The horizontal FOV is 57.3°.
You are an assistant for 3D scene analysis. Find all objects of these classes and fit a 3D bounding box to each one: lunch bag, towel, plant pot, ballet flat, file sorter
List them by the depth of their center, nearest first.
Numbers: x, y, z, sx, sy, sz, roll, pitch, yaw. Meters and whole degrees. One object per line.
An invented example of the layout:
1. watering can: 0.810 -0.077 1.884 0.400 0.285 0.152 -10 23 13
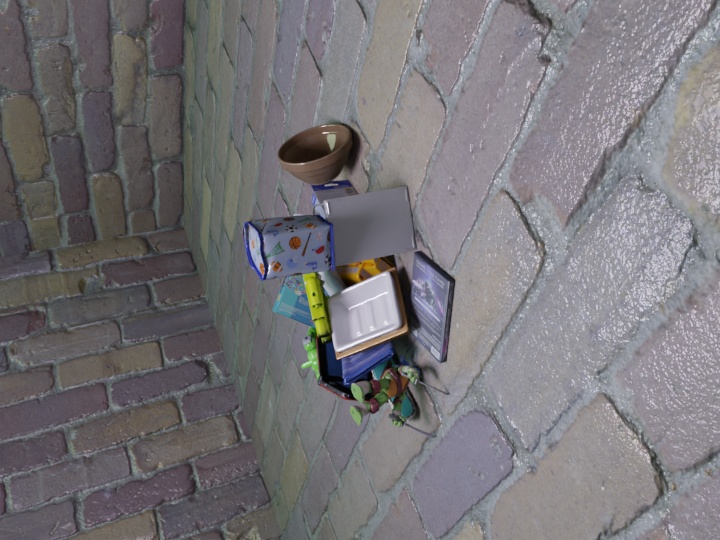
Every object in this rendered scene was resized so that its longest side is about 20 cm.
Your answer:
1. lunch bag: -0.159 -0.059 1.425 0.200 0.166 0.127 -140 47 -61
2. file sorter: 0.004 -0.100 1.481 0.124 0.195 0.143 -173 73 -69
3. towel: 0.012 0.191 1.593 0.024 0.143 0.201 55 -173 -18
4. ballet flat: 0.078 0.291 1.649 0.072 0.070 0.203 115 138 -53
5. plant pot: -0.106 -0.284 1.674 0.201 0.198 0.094 44 159 51

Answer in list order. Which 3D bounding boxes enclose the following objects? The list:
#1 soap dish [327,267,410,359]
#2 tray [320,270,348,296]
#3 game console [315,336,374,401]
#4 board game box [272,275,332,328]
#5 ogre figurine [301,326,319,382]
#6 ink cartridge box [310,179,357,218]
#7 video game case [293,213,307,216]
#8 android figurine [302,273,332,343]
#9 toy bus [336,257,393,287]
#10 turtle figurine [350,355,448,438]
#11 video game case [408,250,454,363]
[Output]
1. soap dish: 0.021 0.105 1.544 0.197 0.081 0.161 -24 61 25
2. tray: -0.043 0.066 1.673 0.202 0.022 0.107 56 157 -12
3. game console: -0.007 0.253 1.687 0.170 0.197 0.122 17 92 47
4. board game box: -0.127 0.039 1.730 0.205 0.148 0.047 -69 18 -6
5. ogre figurine: -0.108 0.247 1.855 0.120 0.096 0.206 -18 -76 -70
6. ink cartridge box: -0.047 -0.150 1.664 0.202 0.117 0.042 62 149 34
7. video game case: -0.081 -0.081 1.731 0.199 0.018 0.142 38 170 -25
8. android figurine: -0.101 0.070 1.597 0.183 0.040 0.205 70 -173 -69
9. toy bus: 0.000 0.000 1.637 0.199 0.065 0.080 -2 56 62
10. turtle figurine: 0.083 0.290 1.482 0.204 0.190 0.145 65 151 20
11. video game case: 0.152 0.079 1.442 0.143 0.019 0.205 45 139 52
